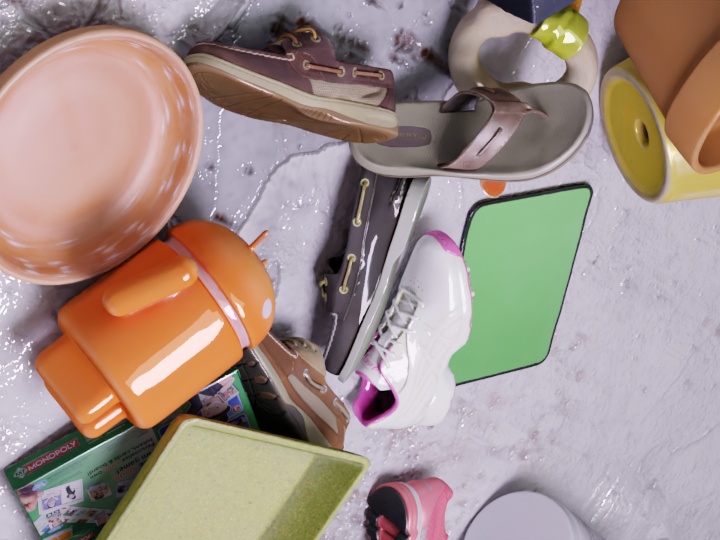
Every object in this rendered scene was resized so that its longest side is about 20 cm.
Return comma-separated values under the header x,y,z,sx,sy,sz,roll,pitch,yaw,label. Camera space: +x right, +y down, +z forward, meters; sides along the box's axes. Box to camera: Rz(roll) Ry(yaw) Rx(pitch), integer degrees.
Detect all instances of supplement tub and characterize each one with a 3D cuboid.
x,y,z,sx,sy,sz,roll,pitch,yaw,label
0.202,0.320,1.983,0.132,0.132,0.200,-52,140,-1,supplement tub

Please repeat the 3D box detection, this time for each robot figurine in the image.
x,y,z,sx,sy,sz,roll,pitch,yaw,label
-0.148,0.040,1.457,0.200,0.117,0.144,-37,125,-13,robot figurine

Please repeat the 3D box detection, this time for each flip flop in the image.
x,y,z,sx,sy,sz,roll,pitch,yaw,label
0.088,-0.116,1.543,0.058,0.199,0.081,78,11,-73,flip flop

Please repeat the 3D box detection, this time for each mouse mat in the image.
x,y,z,sx,sy,sz,roll,pitch,yaw,label
0.142,0.016,1.804,0.160,0.008,0.201,-11,123,-39,mouse mat

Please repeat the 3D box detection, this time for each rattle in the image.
x,y,z,sx,sy,sz,roll,pitch,yaw,label
0.132,-0.181,1.639,0.130,0.143,0.200,-2,142,-6,rattle

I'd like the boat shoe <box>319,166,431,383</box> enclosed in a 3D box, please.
x,y,z,sx,sy,sz,roll,pitch,yaw,label
0.000,0.000,1.621,0.072,0.060,0.202,-59,170,-66,boat shoe

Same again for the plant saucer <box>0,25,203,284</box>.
x,y,z,sx,sy,sz,roll,pitch,yaw,label
-0.205,-0.086,1.380,0.200,0.037,0.201,-23,131,-30,plant saucer

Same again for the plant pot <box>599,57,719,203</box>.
x,y,z,sx,sy,sz,roll,pitch,yaw,label
0.329,-0.148,1.735,0.188,0.201,0.201,-19,131,-15,plant pot

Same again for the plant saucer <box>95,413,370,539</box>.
x,y,z,sx,sy,sz,roll,pitch,yaw,label
-0.122,0.199,1.568,0.200,0.048,0.200,17,115,-41,plant saucer

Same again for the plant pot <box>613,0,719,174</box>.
x,y,z,sx,sy,sz,roll,pitch,yaw,label
0.301,-0.197,1.568,0.200,0.140,0.200,-36,160,-15,plant pot

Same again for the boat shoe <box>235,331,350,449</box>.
x,y,z,sx,sy,sz,roll,pitch,yaw,label
-0.068,0.091,1.617,0.074,0.075,0.200,-58,138,-29,boat shoe

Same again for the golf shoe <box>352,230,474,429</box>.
x,y,z,sx,sy,sz,roll,pitch,yaw,label
0.044,0.060,1.694,0.091,0.075,0.201,-13,125,-33,golf shoe

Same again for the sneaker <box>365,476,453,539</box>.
x,y,z,sx,sy,sz,roll,pitch,yaw,label
0.051,0.287,1.860,0.087,0.074,0.201,-15,127,-38,sneaker

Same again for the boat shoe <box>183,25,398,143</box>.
x,y,z,sx,sy,sz,roll,pitch,yaw,label
-0.050,-0.152,1.469,0.199,0.072,0.072,13,78,-36,boat shoe

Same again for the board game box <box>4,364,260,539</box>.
x,y,z,sx,sy,sz,roll,pitch,yaw,label
-0.175,0.164,1.564,0.199,0.029,0.135,-28,135,-12,board game box

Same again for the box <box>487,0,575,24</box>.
x,y,z,sx,sy,sz,roll,pitch,yaw,label
0.162,-0.333,1.492,0.200,0.117,0.197,-33,136,-24,box
